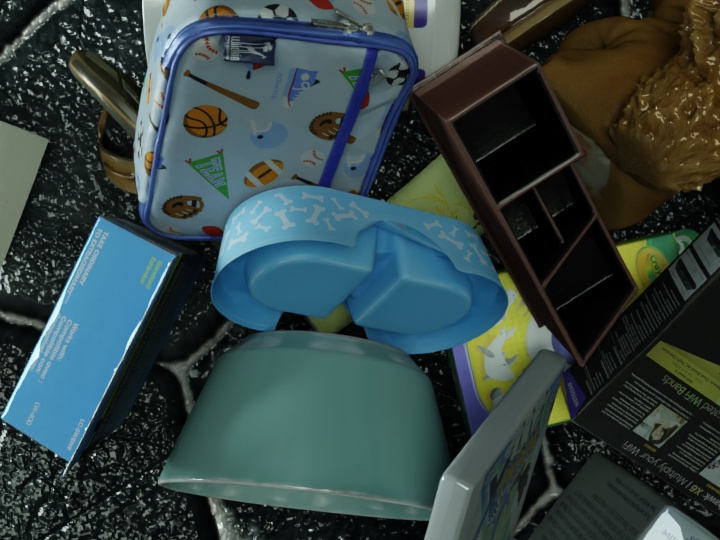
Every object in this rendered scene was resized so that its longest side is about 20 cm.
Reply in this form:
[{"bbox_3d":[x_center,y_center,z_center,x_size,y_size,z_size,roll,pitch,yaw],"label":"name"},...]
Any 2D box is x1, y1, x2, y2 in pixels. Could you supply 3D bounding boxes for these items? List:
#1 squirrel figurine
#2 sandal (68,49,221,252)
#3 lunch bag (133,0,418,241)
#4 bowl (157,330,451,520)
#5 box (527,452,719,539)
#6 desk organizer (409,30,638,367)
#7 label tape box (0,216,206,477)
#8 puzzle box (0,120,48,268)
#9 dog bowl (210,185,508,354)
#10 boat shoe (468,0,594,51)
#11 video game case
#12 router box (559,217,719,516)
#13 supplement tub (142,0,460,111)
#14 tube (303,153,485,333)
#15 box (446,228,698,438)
[{"bbox_3d":[0.218,-0.134,0.833,0.187,0.200,0.142,-40,108,-15],"label":"squirrel figurine"},{"bbox_3d":[-0.144,-0.067,0.888,0.055,0.082,0.200,-36,99,6],"label":"sandal"},{"bbox_3d":[-0.051,-0.097,0.774,0.160,0.200,0.076,4,52,-18],"label":"lunch bag"},{"bbox_3d":[-0.028,0.103,0.841,0.200,0.201,0.105,6,75,-2],"label":"bowl"},{"bbox_3d":[0.159,0.243,0.841,0.105,0.184,0.200,37,90,-3],"label":"box"},{"bbox_3d":[0.114,-0.043,0.808,0.072,0.077,0.200,-32,115,0],"label":"desk organizer"},{"bbox_3d":[-0.167,0.040,0.821,0.063,0.200,0.144,26,90,-2],"label":"label tape box"},{"bbox_3d":[-0.302,-0.019,0.860,0.025,0.133,0.200,20,89,39],"label":"puzzle box"},{"bbox_3d":[0.000,0.000,0.816,0.200,0.111,0.050,12,54,-27],"label":"dog bowl"},{"bbox_3d":[0.153,-0.222,0.895,0.200,0.070,0.070,-35,87,-8],"label":"boat shoe"},{"bbox_3d":[0.074,0.165,0.806,0.022,0.200,0.183,20,115,17],"label":"video game case"},{"bbox_3d":[0.260,0.082,0.854,0.200,0.052,0.157,33,112,-20],"label":"router box"},{"bbox_3d":[-0.038,-0.180,0.850,0.200,0.145,0.146,1,91,-2],"label":"supplement tub"},{"bbox_3d":[0.038,-0.029,0.903,0.200,0.058,0.052,-36,48,-6],"label":"tube"},{"bbox_3d":[0.162,0.044,0.907,0.200,0.048,0.118,-14,91,-3],"label":"box"}]
